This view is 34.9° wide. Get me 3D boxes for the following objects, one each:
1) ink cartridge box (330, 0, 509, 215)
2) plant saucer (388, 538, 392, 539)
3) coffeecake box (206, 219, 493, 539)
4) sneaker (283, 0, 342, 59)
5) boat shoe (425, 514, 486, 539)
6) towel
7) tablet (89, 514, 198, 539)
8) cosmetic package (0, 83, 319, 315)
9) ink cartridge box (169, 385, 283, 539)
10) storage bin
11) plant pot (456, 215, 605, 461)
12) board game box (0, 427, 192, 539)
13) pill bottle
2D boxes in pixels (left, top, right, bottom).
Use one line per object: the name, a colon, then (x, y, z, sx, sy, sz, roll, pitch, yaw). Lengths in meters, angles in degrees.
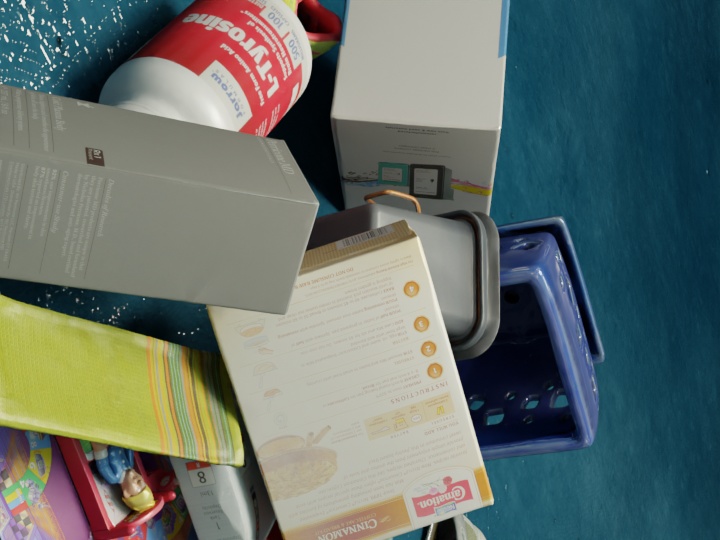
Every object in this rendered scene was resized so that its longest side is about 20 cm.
ink cartridge box: (0.056, -0.149, 1.047, 0.200, 0.143, 0.149, 82, 13, -69)
plant saucer: (-0.005, 0.228, 1.001, 0.201, 0.038, 0.205, -5, 90, -71)
coffeecake box: (-0.007, 0.087, 0.815, 0.073, 0.151, 0.203, -114, -173, -77)
sneaker: (-0.082, -0.253, 0.964, 0.200, 0.089, 0.079, 46, 49, -42)
boat shoe: (0.078, 0.325, 1.132, 0.065, 0.074, 0.203, 54, 38, -28)
towel: (-0.150, 0.071, 0.718, 0.199, 0.018, 0.087, 22, 41, -49)
tablet: (-0.133, 0.250, 0.858, 0.199, 0.013, 0.132, 17, 70, -57)
cosmetic package: (-0.135, -0.043, 0.708, 0.197, 0.107, 0.091, 5, 117, -23)
ink cartridge box: (-0.073, 0.189, 0.879, 0.162, 0.049, 0.203, -56, 128, -72)
storage bin: (0.000, 0.000, 0.964, 0.133, 0.198, 0.148, 16, 70, -46)
plant pot: (0.138, 0.060, 1.166, 0.180, 0.197, 0.202, -51, 126, -55)
board game box: (-0.164, 0.132, 0.787, 0.200, 0.038, 0.160, 40, 46, -47)
pill bottle: (-0.123, -0.124, 0.853, 0.113, 0.111, 0.201, 64, 36, -27)
